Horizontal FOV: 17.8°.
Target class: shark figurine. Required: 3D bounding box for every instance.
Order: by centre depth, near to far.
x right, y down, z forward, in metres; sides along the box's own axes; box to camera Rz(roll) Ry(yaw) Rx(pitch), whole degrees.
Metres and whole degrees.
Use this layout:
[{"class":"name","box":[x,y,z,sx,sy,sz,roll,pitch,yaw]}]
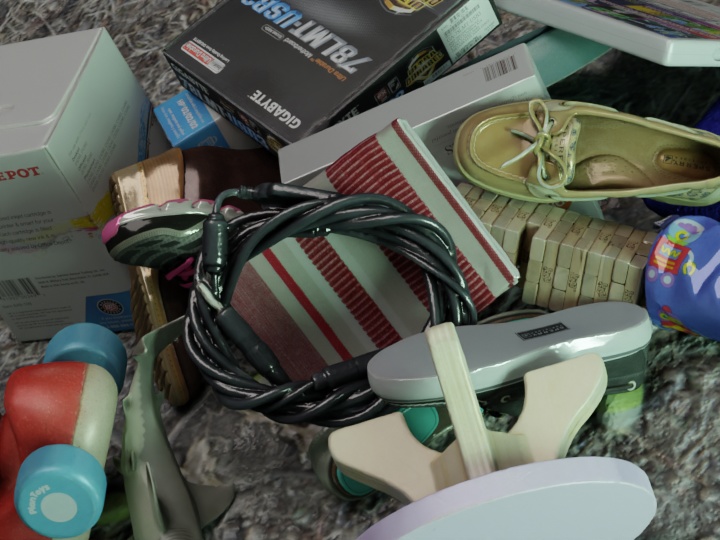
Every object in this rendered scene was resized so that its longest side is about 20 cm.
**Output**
[{"class":"shark figurine","box":[-0.127,0.138,1.628,0.089,0.216,0.128,-4,-8,-28]}]

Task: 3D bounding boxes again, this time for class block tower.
[{"class":"block tower","box":[0.114,-0.015,1.605,0.199,0.058,0.054,17,31,15]}]

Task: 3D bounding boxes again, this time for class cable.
[{"class":"cable","box":[-0.021,0.027,1.559,0.199,0.051,0.164,11,79,6]}]

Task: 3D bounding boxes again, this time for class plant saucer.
[{"class":"plant saucer","box":[0.099,-0.145,1.772,0.199,0.036,0.200,-26,6,3]}]

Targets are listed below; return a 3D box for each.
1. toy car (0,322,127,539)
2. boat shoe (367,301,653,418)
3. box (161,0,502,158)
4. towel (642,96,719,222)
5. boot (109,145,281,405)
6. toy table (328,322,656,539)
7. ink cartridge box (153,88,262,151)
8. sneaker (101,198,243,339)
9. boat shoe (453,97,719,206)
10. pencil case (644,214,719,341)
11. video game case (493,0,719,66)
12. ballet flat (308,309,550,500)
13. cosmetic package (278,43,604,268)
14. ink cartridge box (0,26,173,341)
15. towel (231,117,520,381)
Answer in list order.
[{"class":"toy car","box":[-0.278,0.131,1.619,0.199,0.177,0.185,13,31,-7]},{"class":"boat shoe","box":[0.103,0.069,1.527,0.199,0.057,0.069,-10,25,-14]},{"class":"box","box":[-0.024,-0.181,1.781,0.198,0.050,0.200,-39,43,-12]},{"class":"towel","box":[0.309,-0.073,1.617,0.148,0.050,0.200,-44,39,-19]},{"class":"boot","box":[-0.097,-0.004,1.778,0.166,0.072,0.201,-9,77,-17]},{"class":"toy table","box":[0.075,0.128,1.452,0.199,0.184,0.117,-10,53,-6]},{"class":"ink cartridge box","box":[-0.051,-0.126,1.863,0.200,0.115,0.068,-31,37,-1]},{"class":"sneaker","box":[-0.098,0.007,1.706,0.074,0.199,0.088,-30,53,51]},{"class":"boat shoe","box":[0.164,-0.083,1.585,0.199,0.063,0.074,2,86,0]},{"class":"pencil case","box":[0.280,0.016,1.509,0.200,0.078,0.087,15,62,43]},{"class":"video game case","box":[0.226,-0.185,1.732,0.182,0.023,0.200,-3,20,-38]},{"class":"ballet flat","box":[0.048,0.083,1.602,0.200,0.068,0.064,-35,26,-8]},{"class":"cosmetic package","box":[0.061,-0.058,1.682,0.199,0.151,0.052,-23,36,10]},{"class":"ink cartridge box","box":[-0.242,-0.067,1.854,0.146,0.200,0.146,-6,43,28]},{"class":"towel","box":[0.000,0.000,1.617,0.200,0.144,0.023,-36,4,30]}]
